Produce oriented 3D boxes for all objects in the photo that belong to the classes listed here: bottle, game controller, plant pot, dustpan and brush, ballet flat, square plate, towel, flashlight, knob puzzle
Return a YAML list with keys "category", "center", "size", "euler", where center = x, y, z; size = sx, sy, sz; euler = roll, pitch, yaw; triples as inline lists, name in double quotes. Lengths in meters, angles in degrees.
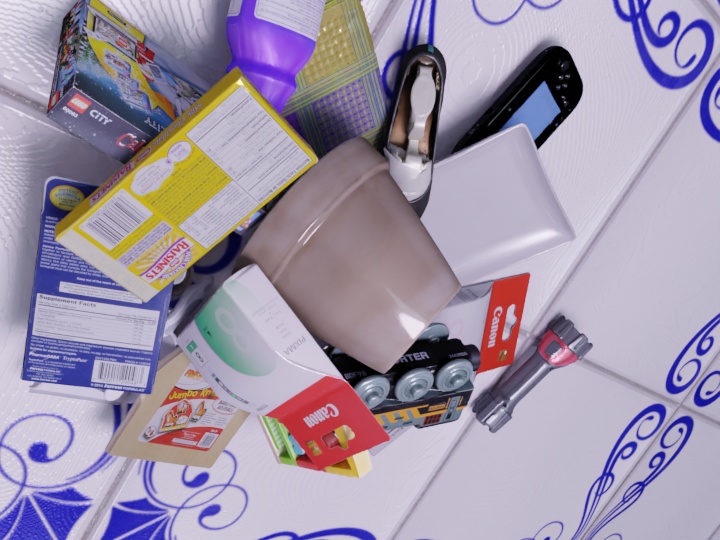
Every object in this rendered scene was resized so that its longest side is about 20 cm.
- category: "bottle"
  center: [-0.078, -0.221, 0.687]
  size: [0.083, 0.065, 0.203]
  euler: [9, 97, -40]
- category: "game controller"
  center: [0.189, -0.172, 0.922]
  size: [0.200, 0.042, 0.104]
  euler: [-47, 130, 3]
- category: "plant pot"
  center: [0.000, 0.000, 0.759]
  size: [0.200, 0.173, 0.200]
  euler: [-47, 175, -5]
- category: "dustpan and brush"
  center: [-0.223, 0.072, 0.784]
  size: [0.201, 0.057, 0.139]
  euler: [-52, 150, 5]
- category: "ballet flat"
  center: [0.051, -0.139, 0.813]
  size: [0.067, 0.068, 0.203]
  euler: [6, 101, -2]
- category: "square plate"
  center: [0.136, -0.070, 0.916]
  size: [0.196, 0.029, 0.200]
  euler: [-23, 132, 18]
- category: "towel"
  center: [-0.041, -0.178, 0.793]
  size: [0.143, 0.023, 0.202]
  euler: [-31, 129, -13]
- category: "flashlight"
  center: [0.256, 0.159, 1.149]
  size: [0.068, 0.068, 0.200]
  euler: [42, 96, -17]
- category: "knob puzzle"
  center: [-0.178, 0.130, 0.875]
  size: [0.218, 0.030, 0.222]
  euler: [-31, 141, -29]

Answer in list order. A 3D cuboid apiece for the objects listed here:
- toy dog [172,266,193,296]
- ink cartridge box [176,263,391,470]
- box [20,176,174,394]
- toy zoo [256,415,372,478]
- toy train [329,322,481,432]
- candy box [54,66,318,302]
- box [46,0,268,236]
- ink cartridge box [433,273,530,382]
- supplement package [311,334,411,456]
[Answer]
- category: "toy dog"
  center: [-0.200, -0.038, 0.732]
  size: [0.130, 0.096, 0.202]
  euler: [2, 116, -31]
- category: "ink cartridge box"
  center: [-0.081, 0.109, 0.723]
  size: [0.050, 0.201, 0.161]
  euler: [-35, 178, -36]
- category: "box"
  center: [-0.231, 0.015, 0.689]
  size: [0.119, 0.032, 0.202]
  euler: [10, 114, -18]
- category: "toy zoo"
  center: [-0.057, 0.149, 0.798]
  size: [0.020, 0.199, 0.133]
  euler: [-28, 100, -34]
- category: "toy train"
  center: [0.039, 0.128, 0.840]
  size: [0.197, 0.086, 0.115]
  euler: [-7, 131, -25]
- category: "candy box"
  center: [-0.141, -0.064, 0.622]
  size: [0.199, 0.027, 0.102]
  euler: [-38, 134, 10]
- category: "box"
  center: [-0.169, -0.133, 0.667]
  size: [0.038, 0.138, 0.199]
  euler: [-34, 134, 25]
- category: "ink cartridge box"
  center: [0.156, 0.098, 1.059]
  size: [0.197, 0.057, 0.165]
  euler: [-8, 121, -22]
- category: "supplement package"
  center: [-0.003, 0.107, 0.926]
  size: [0.109, 0.114, 0.201]
  euler: [-35, 130, -6]
